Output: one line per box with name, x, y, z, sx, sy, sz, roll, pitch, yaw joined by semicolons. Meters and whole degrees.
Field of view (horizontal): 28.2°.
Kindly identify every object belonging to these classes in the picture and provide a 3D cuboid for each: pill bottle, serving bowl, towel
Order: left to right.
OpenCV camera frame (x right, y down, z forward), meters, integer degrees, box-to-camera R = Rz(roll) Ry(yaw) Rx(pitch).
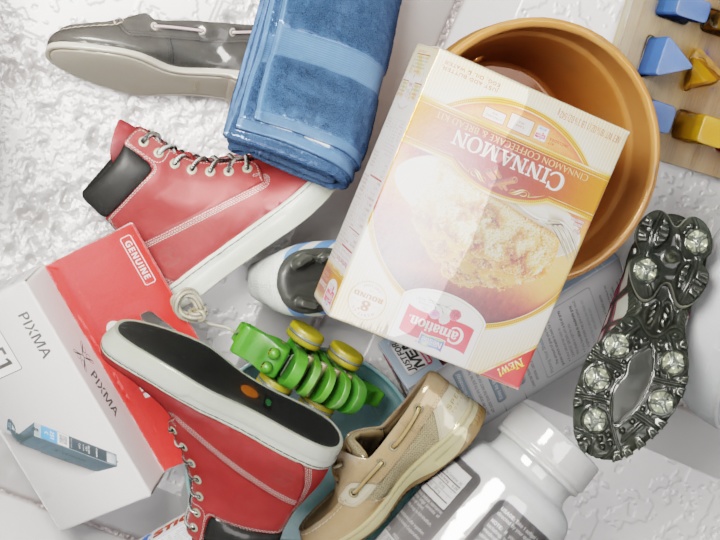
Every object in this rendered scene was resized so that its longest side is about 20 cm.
towel;-0.031;-0.167;1.097;0.111;0.049;0.201;19;66;-14
pill bottle;0.090;0.203;1.116;0.111;0.111;0.200;43;87;-14
serving bowl;0.306;0.027;1.184;0.066;0.200;0.201;22;97;25

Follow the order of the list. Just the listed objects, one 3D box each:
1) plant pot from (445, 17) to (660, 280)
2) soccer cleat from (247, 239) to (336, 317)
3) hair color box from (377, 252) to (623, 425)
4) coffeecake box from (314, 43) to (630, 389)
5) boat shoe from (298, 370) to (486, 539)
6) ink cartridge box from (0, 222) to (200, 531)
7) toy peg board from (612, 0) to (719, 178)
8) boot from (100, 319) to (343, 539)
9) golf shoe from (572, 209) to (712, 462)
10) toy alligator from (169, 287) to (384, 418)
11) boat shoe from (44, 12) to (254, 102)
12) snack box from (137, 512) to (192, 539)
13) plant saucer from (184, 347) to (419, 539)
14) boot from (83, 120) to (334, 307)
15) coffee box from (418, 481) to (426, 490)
plant pot;0.119;-0.098;1.134;0.199;0.140;0.202;-2;99;-9
soccer cleat;0.000;0.000;1.173;0.199;0.086;0.070;-2;93;-33
hair color box;0.124;0.054;1.181;0.199;0.061;0.099;-32;136;-4
coffeecake box;0.077;-0.039;1.028;0.153;0.073;0.201;21;97;-14
boat shoe;0.011;0.152;1.138;0.064;0.071;0.200;41;115;-10
ink cartridge box;-0.209;0.087;1.128;0.175;0.045;0.201;-24;104;18
toy peg board;0.318;-0.175;1.178;0.198;0.098;0.201;15;97;-12
boot;-0.132;0.137;1.100;0.199;0.072;0.145;32;111;-3
golf shoe;0.220;0.054;1.111;0.077;0.088;0.201;22;82;7
toy alligator;-0.059;0.072;1.122;0.199;0.054;0.059;28;99;-25
boat shoe;-0.143;-0.171;1.120;0.199;0.067;0.057;8;69;-14
snack box;-0.176;0.261;1.182;0.199;0.024;0.072;-31;104;10
plant saucer;-0.049;0.158;1.203;0.199;0.036;0.201;-2;100;-10
boot;-0.112;-0.083;1.126;0.200;0.072;0.145;-36;102;1
coffee box;0.110;0.281;1.229;0.114;0.080;0.201;-3;99;-8
